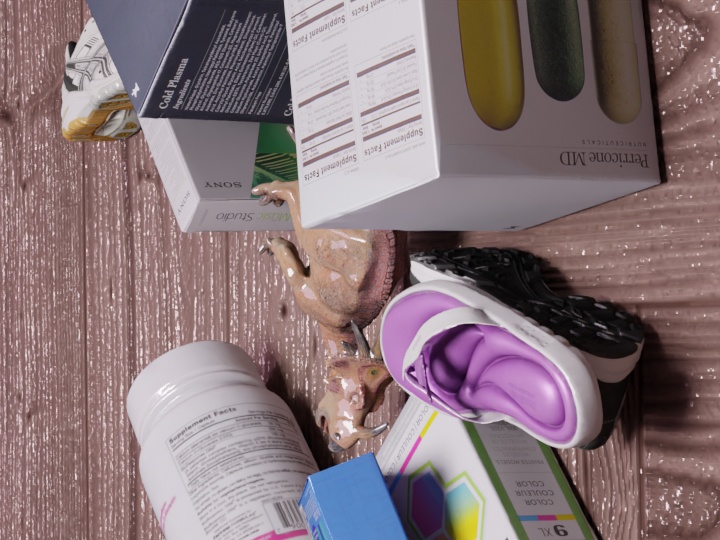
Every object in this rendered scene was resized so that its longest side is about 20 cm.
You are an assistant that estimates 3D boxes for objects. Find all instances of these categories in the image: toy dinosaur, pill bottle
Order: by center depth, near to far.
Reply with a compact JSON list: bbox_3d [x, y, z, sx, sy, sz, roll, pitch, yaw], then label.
[{"bbox_3d":[0.000,0.000,1.632,0.136,0.086,0.200,-126,26,-43],"label":"toy dinosaur"},{"bbox_3d":[-0.081,0.149,1.776,0.200,0.113,0.114,62,140,39],"label":"pill bottle"}]

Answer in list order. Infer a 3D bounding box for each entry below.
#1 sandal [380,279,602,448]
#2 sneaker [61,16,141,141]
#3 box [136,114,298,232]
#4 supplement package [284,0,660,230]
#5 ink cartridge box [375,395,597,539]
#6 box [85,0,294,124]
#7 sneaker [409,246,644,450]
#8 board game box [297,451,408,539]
[{"bbox_3d":[0.058,0.053,1.474,0.202,0.050,0.083,10,114,57],"label":"sandal"},{"bbox_3d":[-0.177,-0.159,1.979,0.200,0.075,0.088,-22,71,57],"label":"sneaker"},{"bbox_3d":[-0.076,-0.108,1.737,0.036,0.144,0.200,-60,42,42],"label":"box"},{"bbox_3d":[0.058,-0.133,1.496,0.151,0.151,0.201,-19,74,58],"label":"supplement package"},{"bbox_3d":[0.079,0.159,1.550,0.104,0.059,0.200,-63,40,38],"label":"ink cartridge box"},{"bbox_3d":[-0.075,-0.194,1.697,0.200,0.182,0.104,62,140,38],"label":"box"},{"bbox_3d":[0.086,0.039,1.531,0.200,0.074,0.080,38,127,54],"label":"sneaker"},{"bbox_3d":[0.020,0.215,1.565,0.152,0.045,0.200,111,139,-79],"label":"board game box"}]
